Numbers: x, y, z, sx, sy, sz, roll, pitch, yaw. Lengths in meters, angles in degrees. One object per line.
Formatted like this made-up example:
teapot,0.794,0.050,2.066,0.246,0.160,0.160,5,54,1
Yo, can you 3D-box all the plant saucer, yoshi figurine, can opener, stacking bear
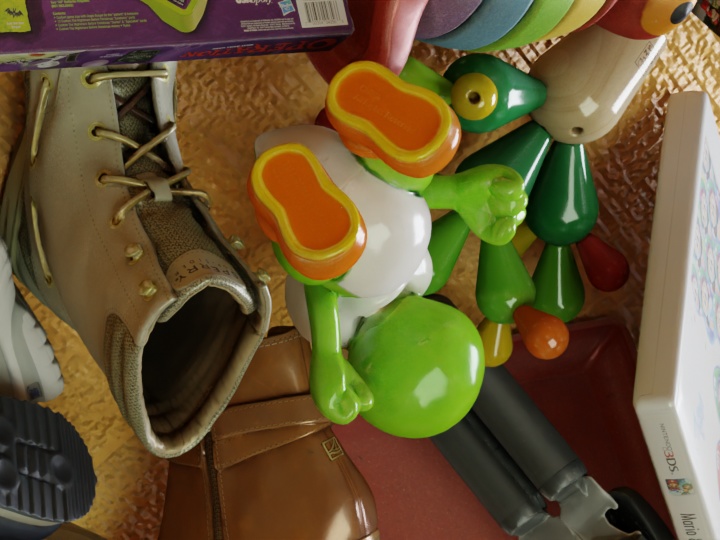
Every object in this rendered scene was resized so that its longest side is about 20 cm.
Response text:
plant saucer,0.070,0.133,1.352,0.199,0.200,0.037,-9,159,-25
yoshi figurine,0.014,0.006,1.146,0.112,0.112,0.200,-1,156,4
can opener,0.087,0.098,1.335,0.053,0.200,0.067,-42,170,22
stacking bear,0.072,-0.142,1.180,0.200,0.114,0.122,0,130,-40

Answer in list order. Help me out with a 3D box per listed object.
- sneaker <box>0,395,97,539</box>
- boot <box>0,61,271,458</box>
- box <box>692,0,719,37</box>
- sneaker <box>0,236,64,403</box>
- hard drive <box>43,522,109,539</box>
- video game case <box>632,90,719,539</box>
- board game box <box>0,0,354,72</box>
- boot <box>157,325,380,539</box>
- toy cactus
sneaker,-0.208,0.075,1.141,0.082,0.070,0.200,-29,138,36
boot,-0.087,-0.042,1.125,0.072,0.155,0.201,-6,126,-28
box,0.266,-0.171,1.326,0.199,0.038,0.137,-1,123,-31
sneaker,-0.188,0.004,1.153,0.082,0.075,0.200,-31,134,-10
hard drive,-0.158,0.142,1.196,0.139,0.200,0.038,-2,98,-29
video game case,0.168,0.046,1.337,0.024,0.200,0.182,-4,136,18
board game box,-0.106,-0.138,1.077,0.199,0.032,0.120,-5,80,-27
boot,-0.071,0.104,1.291,0.074,0.200,0.155,-23,100,-50
toy cactus,0.076,-0.053,1.262,0.165,0.102,0.200,-48,126,-5
